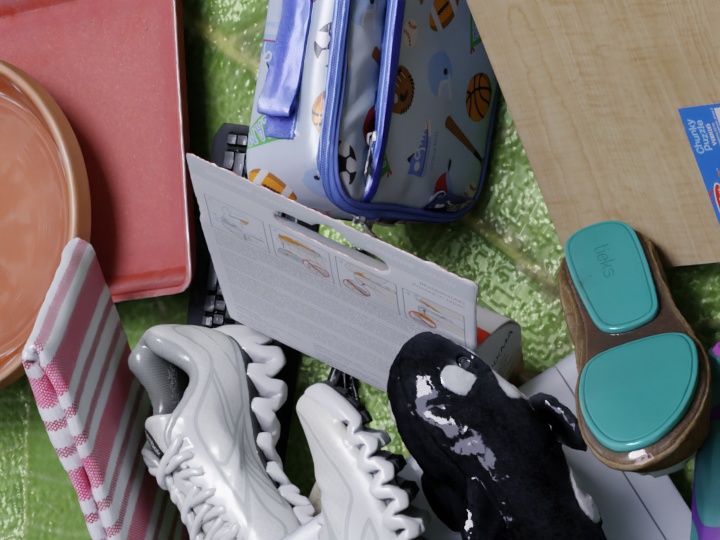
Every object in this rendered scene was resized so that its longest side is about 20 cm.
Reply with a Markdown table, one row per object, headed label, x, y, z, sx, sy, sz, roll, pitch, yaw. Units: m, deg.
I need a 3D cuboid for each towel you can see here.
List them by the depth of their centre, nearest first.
| label | x | y | z | sx | sy | sz | roll | pitch | yaw |
| --- | --- | --- | --- | --- | --- | --- | --- | --- | --- |
| towel | -0.135 | 0.098 | 1.494 | 0.030 | 0.146 | 0.201 | -15 | 110 | 9 |

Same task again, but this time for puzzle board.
| label | x | y | z | sx | sy | sz | roll | pitch | yaw |
| --- | --- | --- | --- | --- | --- | --- | --- | --- | --- |
| puzzle board | 0.132 | -0.093 | 1.384 | 0.150 | 0.017 | 0.201 | -6 | 114 | 43 |

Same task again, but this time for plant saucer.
| label | x | y | z | sx | sy | sz | roll | pitch | yaw |
| --- | --- | --- | --- | --- | --- | --- | --- | --- | --- |
| plant saucer | -0.232 | -0.025 | 1.627 | 0.199 | 0.032 | 0.202 | -2 | 87 | 35 |
| plant saucer | -0.171 | -0.075 | 1.628 | 0.199 | 0.037 | 0.201 | -8 | 82 | 34 |

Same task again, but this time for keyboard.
| label | x | y | z | sx | sy | sz | roll | pitch | yaw |
| --- | --- | --- | --- | --- | --- | --- | --- | --- | --- |
| keyboard | -0.046 | 0.023 | 1.555 | 0.127 | 0.021 | 0.201 | 8 | 92 | 33 |

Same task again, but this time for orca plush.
| label | x | y | z | sx | sy | sz | roll | pitch | yaw |
| --- | --- | --- | --- | --- | --- | --- | --- | --- | --- |
| orca plush | 0.064 | 0.129 | 1.336 | 0.105 | 0.071 | 0.201 | -12 | 105 | 39 |

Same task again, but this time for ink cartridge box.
| label | x | y | z | sx | sy | sz | roll | pitch | yaw |
| --- | --- | --- | --- | --- | --- | --- | --- | --- | --- |
| ink cartridge box | 0.000 | 0.000 | 1.405 | 0.162 | 0.200 | 0.050 | 25 | 68 | 14 |

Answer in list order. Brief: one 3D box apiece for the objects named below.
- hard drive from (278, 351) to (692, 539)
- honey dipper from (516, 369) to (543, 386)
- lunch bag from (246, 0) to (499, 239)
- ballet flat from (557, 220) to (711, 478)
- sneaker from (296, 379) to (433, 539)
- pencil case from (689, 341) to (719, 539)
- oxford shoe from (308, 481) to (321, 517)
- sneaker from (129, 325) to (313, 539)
| label | x | y | z | sx | sy | sz | roll | pitch | yaw |
| --- | --- | --- | --- | --- | --- | --- | --- | --- | --- |
| hard drive | 0.064 | 0.147 | 1.402 | 0.199 | 0.027 | 0.132 | -32 | 83 | -4 |
| honey dipper | 0.073 | 0.152 | 1.461 | 0.038 | 0.038 | 0.201 | 20 | 100 | 32 |
| lunch bag | 0.010 | -0.116 | 1.444 | 0.075 | 0.160 | 0.201 | 6 | 89 | 33 |
| ballet flat | 0.134 | 0.053 | 1.352 | 0.067 | 0.200 | 0.073 | -18 | 121 | 3 |
| sneaker | 0.005 | 0.151 | 1.355 | 0.081 | 0.075 | 0.201 | -23 | 82 | 5 |
| pencil case | 0.202 | 0.136 | 1.350 | 0.092 | 0.085 | 0.201 | 6 | 91 | -9 |
| oxford shoe | -0.018 | 0.188 | 1.509 | 0.074 | 0.071 | 0.201 | 33 | 102 | 51 |
| sneaker | -0.074 | 0.115 | 1.474 | 0.075 | 0.081 | 0.201 | -40 | 51 | 33 |
